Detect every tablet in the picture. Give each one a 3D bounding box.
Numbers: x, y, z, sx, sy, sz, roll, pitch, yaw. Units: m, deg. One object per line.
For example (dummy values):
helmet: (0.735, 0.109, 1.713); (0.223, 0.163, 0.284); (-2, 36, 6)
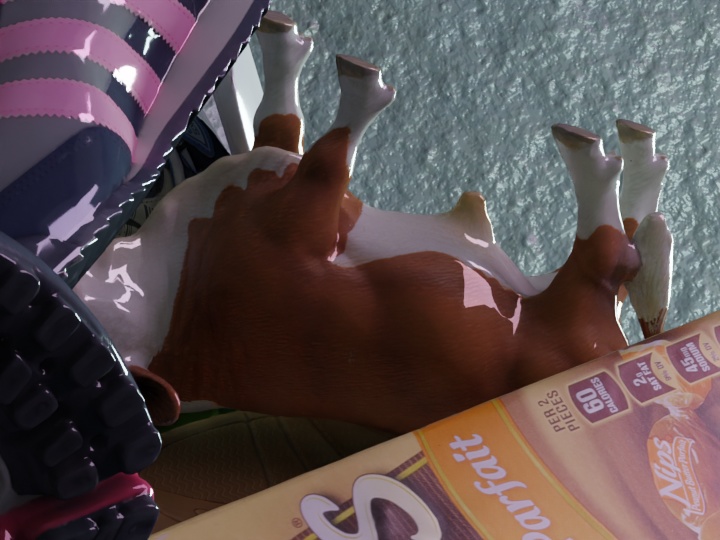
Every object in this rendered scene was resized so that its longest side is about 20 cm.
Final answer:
tablet: (-0.024, -0.006, 0.932); (0.130, 0.014, 0.200); (-105, 179, -58)

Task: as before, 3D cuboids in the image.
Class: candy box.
candy box: (0.038, 0.092, 0.650); (0.116, 0.200, 0.055); (59, -37, 16)

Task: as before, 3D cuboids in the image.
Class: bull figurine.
bull figurine: (0.000, 0.000, 0.821); (0.200, 0.122, 0.065); (14, 13, -19)

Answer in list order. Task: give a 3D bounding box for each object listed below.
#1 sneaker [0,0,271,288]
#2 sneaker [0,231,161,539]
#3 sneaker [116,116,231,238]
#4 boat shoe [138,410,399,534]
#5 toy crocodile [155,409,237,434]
sneaker: (-0.086, -0.039, 0.668); (0.082, 0.070, 0.200); (37, 37, -8)
sneaker: (-0.104, -0.019, 0.443); (0.075, 0.081, 0.200); (40, -21, 46)
sneaker: (-0.088, -0.033, 0.892); (0.077, 0.085, 0.200); (60, 2, 39)
boat shoe: (0.013, 0.087, 0.860); (0.074, 0.200, 0.069); (62, -40, 44)
toy crocodile: (-0.039, 0.069, 0.967); (0.068, 0.062, 0.200); (59, 2, -9)
